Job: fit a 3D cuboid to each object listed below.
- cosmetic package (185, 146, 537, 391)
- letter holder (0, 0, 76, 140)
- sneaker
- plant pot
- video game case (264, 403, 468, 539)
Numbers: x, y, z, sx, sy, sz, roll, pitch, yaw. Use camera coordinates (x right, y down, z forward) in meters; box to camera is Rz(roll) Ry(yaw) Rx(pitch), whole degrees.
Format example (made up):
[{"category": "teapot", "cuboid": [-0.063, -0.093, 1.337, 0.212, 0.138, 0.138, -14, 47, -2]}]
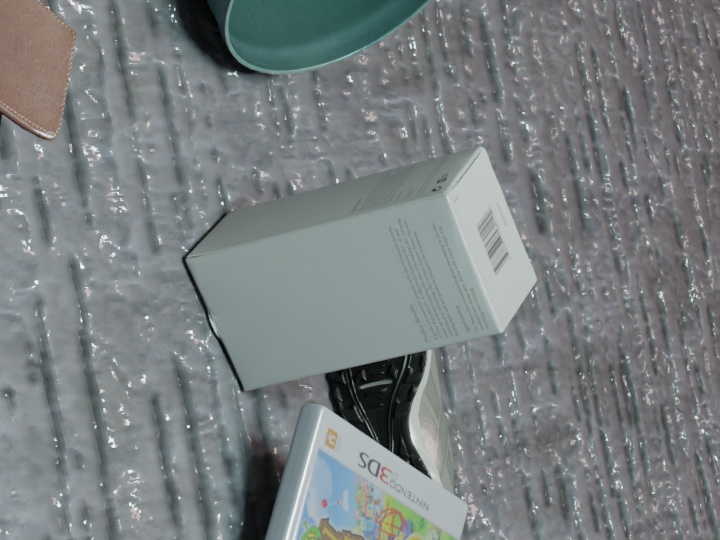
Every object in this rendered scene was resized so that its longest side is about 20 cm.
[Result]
[{"category": "cosmetic package", "cuboid": [0.000, 0.000, 1.904, 0.108, 0.200, 0.085, 68, 29, -19]}, {"category": "letter holder", "cuboid": [-0.260, -0.114, 1.574, 0.200, 0.100, 0.142, 43, 42, -47]}, {"category": "sneaker", "cuboid": [0.027, 0.105, 2.060, 0.079, 0.074, 0.200, 4, 79, -72]}, {"category": "plant pot", "cuboid": [-0.038, -0.253, 2.005, 0.134, 0.200, 0.200, 57, 18, 25]}, {"category": "video game case", "cuboid": [-0.005, 0.215, 1.912, 0.182, 0.022, 0.200, 37, 61, -45]}]
